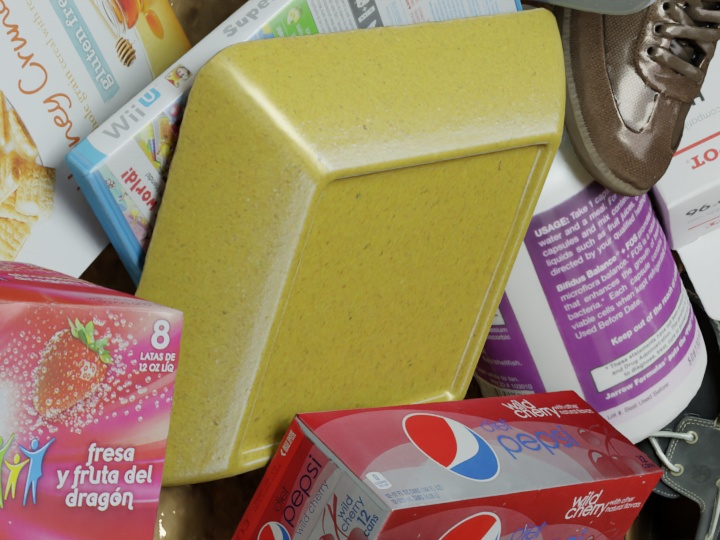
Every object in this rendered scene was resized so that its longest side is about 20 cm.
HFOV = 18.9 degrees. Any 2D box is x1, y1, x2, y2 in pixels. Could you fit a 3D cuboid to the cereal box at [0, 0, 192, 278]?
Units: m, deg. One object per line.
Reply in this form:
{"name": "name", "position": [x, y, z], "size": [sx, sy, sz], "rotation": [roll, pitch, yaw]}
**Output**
{"name": "cereal box", "position": [-0.142, -0.057, 0.798], "size": [0.200, 0.039, 0.144], "rotation": [-54, 129, -38]}

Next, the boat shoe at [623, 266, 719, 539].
{"name": "boat shoe", "position": [0.170, 0.089, 1.133], "size": [0.067, 0.072, 0.201], "rotation": [-28, 134, -33]}

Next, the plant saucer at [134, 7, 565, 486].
{"name": "plant saucer", "position": [0.000, 0.000, 0.877], "size": [0.199, 0.048, 0.201], "rotation": [-12, 130, -43]}

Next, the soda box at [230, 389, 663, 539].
{"name": "soda box", "position": [0.042, 0.099, 0.923], "size": [0.199, 0.063, 0.070], "rotation": [0, 124, -51]}

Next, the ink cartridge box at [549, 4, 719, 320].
{"name": "ink cartridge box", "position": [0.175, -0.092, 1.044], "size": [0.068, 0.115, 0.201], "rotation": [59, 7, -70]}

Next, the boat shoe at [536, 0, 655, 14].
{"name": "boat shoe", "position": [0.073, -0.166, 0.939], "size": [0.086, 0.201, 0.075], "rotation": [-36, 125, -33]}

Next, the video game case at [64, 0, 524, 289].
{"name": "video game case", "position": [-0.015, -0.062, 0.862], "size": [0.200, 0.018, 0.143], "rotation": [-42, 145, -14]}

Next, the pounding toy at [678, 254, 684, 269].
{"name": "pounding toy", "position": [0.222, -0.051, 1.160], "size": [0.143, 0.199, 0.185], "rotation": [-70, 144, -53]}

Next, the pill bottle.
{"name": "pill bottle", "position": [0.084, -0.019, 1.024], "size": [0.112, 0.112, 0.201], "rotation": [-49, 126, -40]}

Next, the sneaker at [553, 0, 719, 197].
{"name": "sneaker", "position": [0.137, -0.134, 0.961], "size": [0.070, 0.075, 0.202], "rotation": [19, 69, -37]}

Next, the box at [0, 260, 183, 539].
{"name": "box", "position": [-0.166, 0.045, 0.680], "size": [0.199, 0.099, 0.096], "rotation": [4, 97, -39]}
